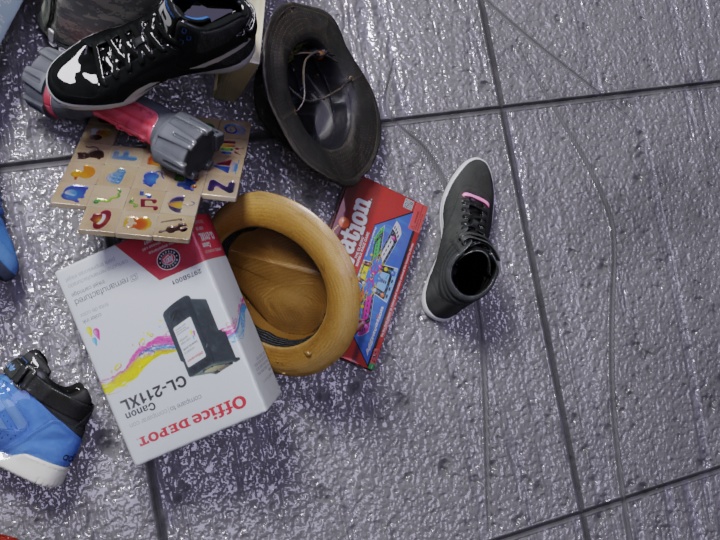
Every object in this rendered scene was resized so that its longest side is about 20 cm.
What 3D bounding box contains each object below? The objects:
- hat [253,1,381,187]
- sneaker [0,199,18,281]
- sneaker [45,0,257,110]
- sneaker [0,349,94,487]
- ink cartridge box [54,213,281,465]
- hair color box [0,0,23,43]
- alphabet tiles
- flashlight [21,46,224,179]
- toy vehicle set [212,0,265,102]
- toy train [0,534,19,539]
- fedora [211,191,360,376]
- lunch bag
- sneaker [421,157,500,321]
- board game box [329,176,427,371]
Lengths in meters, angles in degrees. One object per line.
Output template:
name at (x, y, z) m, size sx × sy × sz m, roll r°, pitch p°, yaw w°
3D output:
hat at (-0.064, -0.180, 0.929) m, size 0.200 × 0.080 × 0.204 m, roll 25°, pitch 59°, yaw -50°
sneaker at (-0.373, -0.088, 0.824) m, size 0.078 × 0.066 × 0.202 m, roll -33°, pitch 95°, yaw -24°
sneaker at (-0.189, -0.209, 0.763) m, size 0.197 × 0.112 × 0.074 m, roll -19°, pitch 83°, yaw -12°
sneaker at (-0.348, 0.114, 0.801) m, size 0.198 × 0.077 × 0.112 m, roll 28°, pitch 81°, yaw -19°
ink cartridge box at (-0.182, 0.065, 0.839) m, size 0.144 × 0.083 × 0.202 m, roll -23°, pitch 92°, yaw 5°
hair color box at (-0.371, -0.279, 0.816) m, size 0.098 × 0.061 × 0.203 m, roll 12°, pitch 72°, yaw 25°
alphabet tiles at (-0.198, -0.096, 0.831) m, size 0.164 × 0.008 × 0.202 m, roll 5°, pitch 42°, yaw -4°
flashlight at (-0.235, -0.149, 0.835) m, size 0.198 × 0.068 × 0.068 m, roll 29°, pitch 98°, yaw 17°
toy vehicle set at (-0.124, -0.295, 0.907) m, size 0.026 × 0.124 × 0.203 m, roll 7°, pitch 82°, yaw -19°
toy train at (-0.276, 0.296, 0.745) m, size 0.114 × 0.199 × 0.086 m, roll 19°, pitch 78°, yaw -21°
fedora at (-0.075, 0.009, 0.891) m, size 0.082 × 0.199 × 0.203 m, roll -25°, pitch 93°, yaw -59°
lunch bag at (-0.229, -0.296, 0.833) m, size 0.166 × 0.200 × 0.141 m, roll -26°, pitch 90°, yaw -24°
sneaker at (0.131, -0.042, 0.985) m, size 0.070 × 0.099 × 0.203 m, roll 20°, pitch 76°, yaw -15°
board game box at (0.000, 0.000, 0.974) m, size 0.102 × 0.019 × 0.203 m, roll 23°, pitch 77°, yaw -15°
